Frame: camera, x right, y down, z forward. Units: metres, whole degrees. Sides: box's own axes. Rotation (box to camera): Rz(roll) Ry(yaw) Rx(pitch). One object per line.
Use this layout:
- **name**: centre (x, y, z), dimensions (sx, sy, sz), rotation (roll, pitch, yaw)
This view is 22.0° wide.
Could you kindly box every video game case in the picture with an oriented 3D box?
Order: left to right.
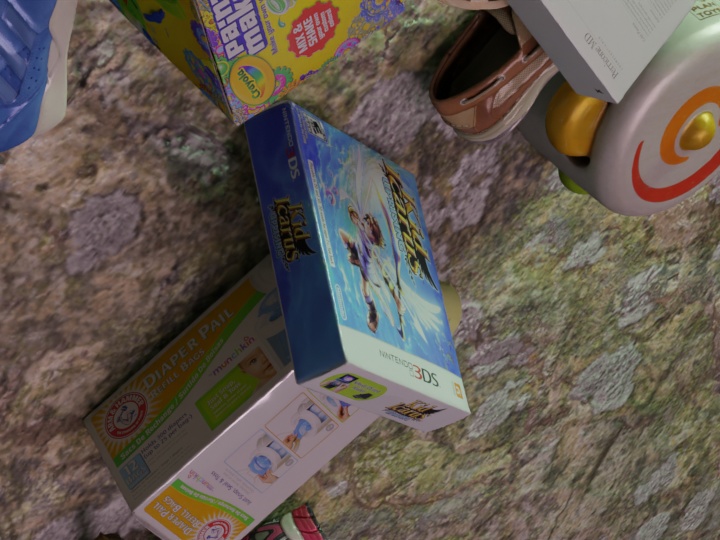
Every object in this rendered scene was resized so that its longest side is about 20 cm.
- **video game case**: centre (0.000, 0.000, 1.310), dimensions (0.045, 0.201, 0.181), rotation (-22, 155, 23)

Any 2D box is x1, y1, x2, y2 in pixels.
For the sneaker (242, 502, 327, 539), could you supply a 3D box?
- **sneaker**: centre (-0.063, 0.287, 1.671), dimensions (0.074, 0.081, 0.201), rotation (-20, 134, -11)

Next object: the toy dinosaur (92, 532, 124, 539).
- **toy dinosaur**: centre (-0.221, 0.262, 1.494), dimensions (0.101, 0.058, 0.200), rotation (17, 128, -34)

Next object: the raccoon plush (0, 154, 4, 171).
- **raccoon plush**: centre (-0.299, -0.063, 0.934), dimensions (0.134, 0.200, 0.097), rotation (-50, 179, 9)

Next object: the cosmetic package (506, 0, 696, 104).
- **cosmetic package**: centre (0.157, -0.237, 1.267), dimensions (0.151, 0.052, 0.200), rotation (-52, 125, -13)

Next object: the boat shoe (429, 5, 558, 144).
- **boat shoe**: centre (0.123, -0.184, 1.358), dimensions (0.072, 0.076, 0.201), rotation (25, 102, -50)

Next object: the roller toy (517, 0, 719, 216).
- **roller toy**: centre (0.223, -0.142, 1.452), dimensions (0.182, 0.140, 0.200), rotation (-46, 147, 0)

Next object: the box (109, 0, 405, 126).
- **box**: centre (-0.092, -0.220, 0.966), dimensions (0.122, 0.193, 0.201), rotation (-35, 147, -15)

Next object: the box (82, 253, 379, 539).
- **box**: centre (-0.089, 0.103, 1.373), dimensions (0.200, 0.113, 0.101), rotation (-42, 135, 2)

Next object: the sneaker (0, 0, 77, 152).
- **sneaker**: centre (-0.220, -0.135, 1.022), dimensions (0.111, 0.077, 0.201), rotation (-34, 153, -33)

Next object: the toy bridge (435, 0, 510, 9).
- **toy bridge**: centre (0.076, -0.213, 1.268), dimensions (0.199, 0.027, 0.068), rotation (-5, 107, -33)

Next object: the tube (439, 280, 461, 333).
- **tube**: centre (-0.002, 0.025, 1.473), dimensions (0.199, 0.052, 0.059), rotation (10, 80, -45)
